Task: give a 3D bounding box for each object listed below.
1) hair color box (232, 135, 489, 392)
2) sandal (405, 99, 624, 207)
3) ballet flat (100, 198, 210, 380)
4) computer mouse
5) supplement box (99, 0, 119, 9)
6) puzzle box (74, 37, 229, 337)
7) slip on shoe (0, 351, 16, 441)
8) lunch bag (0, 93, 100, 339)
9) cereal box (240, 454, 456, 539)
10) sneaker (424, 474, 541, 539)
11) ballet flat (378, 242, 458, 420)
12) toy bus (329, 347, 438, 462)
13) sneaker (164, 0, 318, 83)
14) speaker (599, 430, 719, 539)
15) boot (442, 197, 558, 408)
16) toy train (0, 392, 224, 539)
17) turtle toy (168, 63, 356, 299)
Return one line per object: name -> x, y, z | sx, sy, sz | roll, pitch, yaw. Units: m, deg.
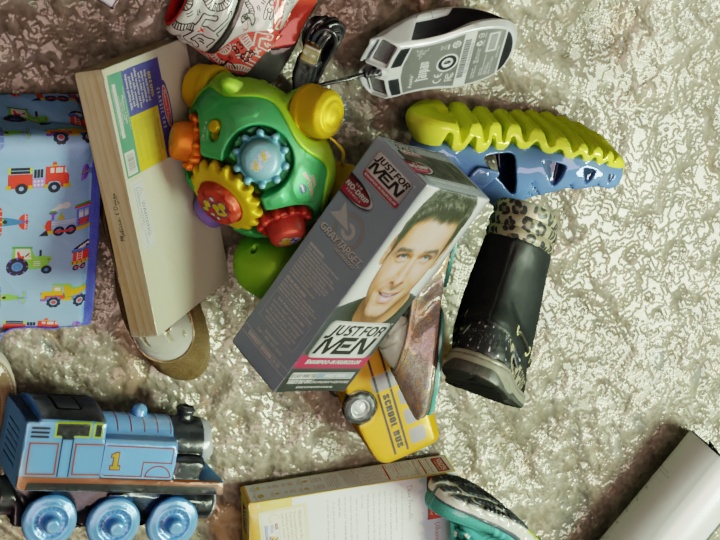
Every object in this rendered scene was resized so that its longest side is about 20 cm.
hair color box -> 0.000, 0.000, 1.051 | 0.201, 0.061, 0.099 | -54, 152, 19
sandal -> 0.127, -0.089, 1.168 | 0.197, 0.080, 0.088 | 6, 113, -11
ballet flat -> -0.168, 0.012, 1.108 | 0.067, 0.073, 0.203 | -10, 113, 0
computer mouse -> 0.032, -0.175, 1.112 | 0.197, 0.044, 0.110 | -13, 146, -20
supplement box -> -0.175, -0.307, 1.001 | 0.108, 0.061, 0.201 | 29, 99, -24
puzzle box -> -0.154, -0.067, 1.050 | 0.025, 0.133, 0.203 | -3, 107, 22
slip on shoe -> -0.335, 0.158, 1.116 | 0.075, 0.061, 0.202 | 25, 100, -23
lunch bag -> -0.280, -0.027, 1.061 | 0.148, 0.094, 0.203 | -2, 119, -19
cereal box -> -0.009, 0.253, 1.262 | 0.197, 0.040, 0.146 | -6, 111, -16
sneaker -> 0.112, 0.249, 1.246 | 0.080, 0.077, 0.200 | -50, 136, -7
ballet flat -> 0.039, 0.019, 1.121 | 0.066, 0.068, 0.203 | 7, 94, -9
toy bus -> 0.003, 0.064, 1.184 | 0.077, 0.065, 0.202 | -21, 113, -10
sneaker -> -0.073, -0.250, 1.048 | 0.107, 0.067, 0.203 | 23, 103, -25
speaker -> 0.288, 0.254, 1.332 | 0.081, 0.081, 0.201 | 36, 95, -25
boot -> 0.124, 0.031, 1.167 | 0.072, 0.204, 0.156 | 17, 84, 11
toy train -> -0.206, 0.163, 1.136 | 0.197, 0.087, 0.116 | 6, 104, -29
turtle toy -> -0.075, -0.063, 1.058 | 0.101, 0.144, 0.201 | -51, 140, -31
